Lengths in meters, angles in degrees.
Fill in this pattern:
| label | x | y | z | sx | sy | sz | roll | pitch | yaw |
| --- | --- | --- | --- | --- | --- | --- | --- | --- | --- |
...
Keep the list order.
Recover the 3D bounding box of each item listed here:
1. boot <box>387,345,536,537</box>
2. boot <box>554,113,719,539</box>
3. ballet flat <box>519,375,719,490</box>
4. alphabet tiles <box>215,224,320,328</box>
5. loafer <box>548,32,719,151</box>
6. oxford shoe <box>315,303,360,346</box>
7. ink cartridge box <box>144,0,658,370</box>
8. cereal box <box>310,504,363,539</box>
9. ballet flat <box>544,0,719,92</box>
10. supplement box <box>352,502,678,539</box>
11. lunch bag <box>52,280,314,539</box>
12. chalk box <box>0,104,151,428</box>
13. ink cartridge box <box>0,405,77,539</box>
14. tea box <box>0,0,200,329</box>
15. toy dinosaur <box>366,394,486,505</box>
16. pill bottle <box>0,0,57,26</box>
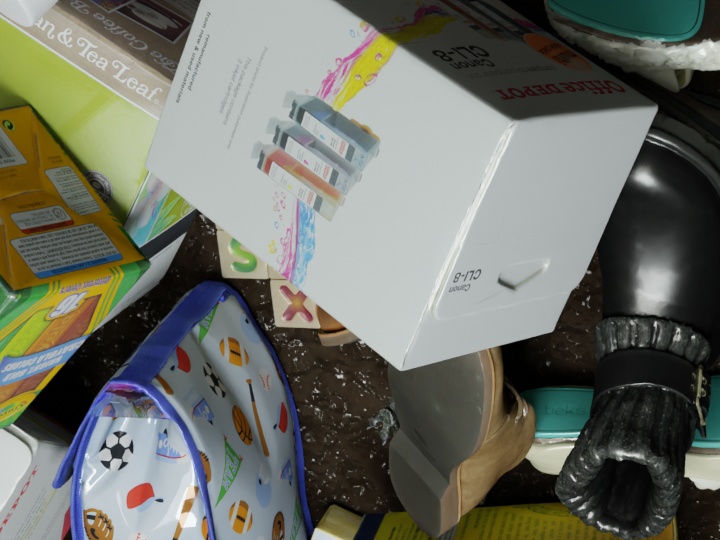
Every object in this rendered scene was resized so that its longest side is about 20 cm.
| label | x | y | z | sx | sy | sz | roll | pitch | yaw |
| --- | --- | --- | --- | --- | --- | --- | --- | --- | --- |
| boot | 0.063 | 0.075 | 1.077 | 0.074 | 0.075 | 0.200 | 52 | 158 | 25 |
| boot | 0.152 | 0.034 | 1.026 | 0.079 | 0.158 | 0.212 | 9 | 143 | 31 |
| ballet flat | 0.186 | 0.101 | 1.142 | 0.199 | 0.069 | 0.070 | 1 | 111 | 23 |
| alphabet tiles | -0.019 | -0.056 | 1.184 | 0.165 | 0.006 | 0.201 | 2 | 111 | 21 |
| loafer | 0.147 | -0.083 | 1.076 | 0.199 | 0.063 | 0.072 | 20 | 116 | 13 |
| oxford shoe | 0.000 | 0.000 | 1.093 | 0.071 | 0.200 | 0.072 | -16 | 99 | -8 |
| ink cartridge box | 0.020 | -0.068 | 0.978 | 0.200 | 0.145 | 0.145 | 38 | 118 | 27 |
| cereal box | 0.012 | 0.273 | 1.284 | 0.143 | 0.040 | 0.201 | 23 | 116 | 9 |
| ballet flat | 0.197 | -0.125 | 1.042 | 0.199 | 0.072 | 0.072 | 6 | 113 | 19 |
| supplement box | 0.097 | 0.209 | 1.157 | 0.199 | 0.110 | 0.110 | -4 | 100 | 10 |
| lunch bag | -0.112 | 0.125 | 1.202 | 0.123 | 0.170 | 0.201 | 2 | 113 | 15 |
| chalk box | -0.241 | 0.023 | 1.067 | 0.124 | 0.125 | 0.200 | 50 | 120 | 13 |
| ink cartridge box | -0.251 | 0.156 | 1.225 | 0.083 | 0.200 | 0.146 | 30 | 86 | 8 |
| tea box | -0.193 | -0.099 | 1.159 | 0.200 | 0.134 | 0.197 | 34 | 119 | 8 |
| toy dinosaur | 0.048 | 0.058 | 1.160 | 0.047 | 0.088 | 0.201 | 15 | 116 | 32 |
| pill bottle | -0.145 | -0.236 | 1.030 | 0.113 | 0.113 | 0.200 | 41 | 79 | 1 |
